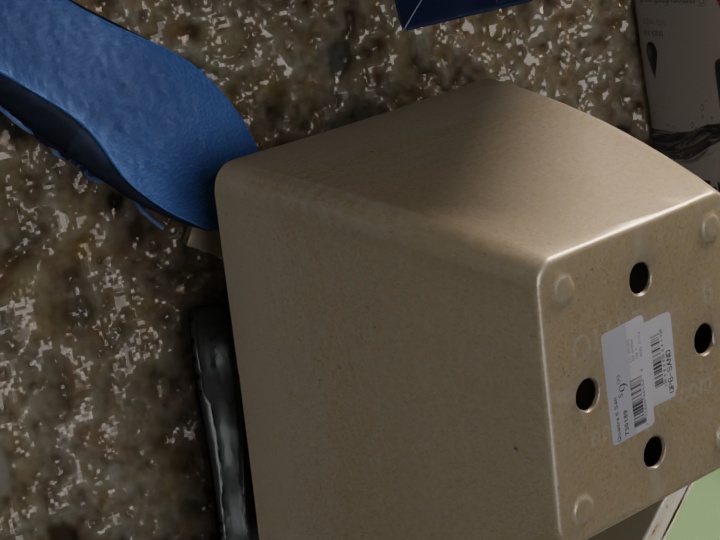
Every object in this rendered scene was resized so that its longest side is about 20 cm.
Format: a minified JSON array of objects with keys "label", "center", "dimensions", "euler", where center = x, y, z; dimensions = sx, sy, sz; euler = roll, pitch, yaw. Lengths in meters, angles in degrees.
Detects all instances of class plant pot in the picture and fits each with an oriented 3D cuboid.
[{"label":"plant pot","center":[0.072,0.032,1.095],"dimensions":[0.200,0.177,0.201],"euler":[-21,112,-40]}]

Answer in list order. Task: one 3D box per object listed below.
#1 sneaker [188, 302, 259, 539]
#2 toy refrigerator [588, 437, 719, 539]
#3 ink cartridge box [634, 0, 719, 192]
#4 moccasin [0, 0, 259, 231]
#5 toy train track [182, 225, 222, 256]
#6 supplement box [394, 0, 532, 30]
[{"label":"sneaker","center":[-0.030,0.077,1.179],"dimensions":[0.104,0.060,0.201],"euler":[-9,101,-6]},{"label":"toy refrigerator","center":[0.138,0.182,1.157],"dimensions":[0.076,0.070,0.201],"euler":[34,78,-24]},{"label":"ink cartridge box","center":[0.228,-0.088,1.246],"dimensions":[0.083,0.145,0.201],"euler":[-14,102,-24]},{"label":"moccasin","center":[-0.132,-0.091,1.123],"dimensions":[0.200,0.068,0.081],"euler":[40,72,-25]},{"label":"toy train track","center":[0.000,0.000,1.216],"dimensions":[0.199,0.033,0.115],"euler":[16,98,-20]},{"label":"supplement box","center":[0.063,-0.239,1.099],"dimensions":[0.134,0.200,0.201],"euler":[-12,104,6]}]
